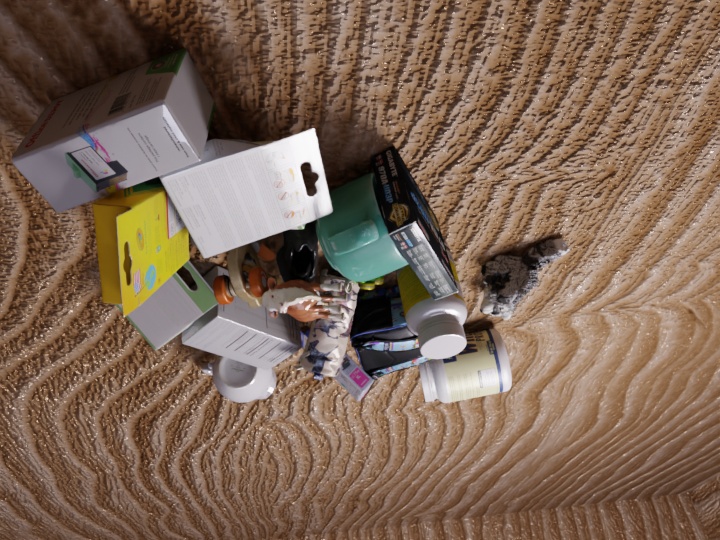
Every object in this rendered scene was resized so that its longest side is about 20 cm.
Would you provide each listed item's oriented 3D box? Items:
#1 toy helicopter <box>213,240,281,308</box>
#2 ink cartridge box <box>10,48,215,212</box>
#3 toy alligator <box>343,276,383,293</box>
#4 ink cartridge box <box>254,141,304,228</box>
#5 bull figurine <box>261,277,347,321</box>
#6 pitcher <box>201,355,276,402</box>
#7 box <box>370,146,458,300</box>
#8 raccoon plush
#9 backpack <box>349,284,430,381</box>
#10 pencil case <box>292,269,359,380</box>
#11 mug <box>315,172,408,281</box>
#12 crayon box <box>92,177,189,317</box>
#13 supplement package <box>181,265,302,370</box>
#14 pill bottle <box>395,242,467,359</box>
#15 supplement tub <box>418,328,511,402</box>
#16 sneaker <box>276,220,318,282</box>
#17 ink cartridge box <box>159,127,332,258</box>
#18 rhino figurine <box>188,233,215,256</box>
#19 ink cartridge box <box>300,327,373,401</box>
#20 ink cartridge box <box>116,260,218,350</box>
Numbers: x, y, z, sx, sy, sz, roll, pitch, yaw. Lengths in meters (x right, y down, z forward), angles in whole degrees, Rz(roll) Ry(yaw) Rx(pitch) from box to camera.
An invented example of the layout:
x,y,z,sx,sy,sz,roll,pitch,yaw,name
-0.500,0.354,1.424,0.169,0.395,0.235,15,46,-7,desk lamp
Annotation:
x,y,z,sx,sy,sz,roll,pitch,yaw,name
-0.180,0.002,1.000,0.078,0.134,0.200,-12,162,10,toy helicopter
-0.289,-0.170,0.704,0.198,0.146,0.084,-17,131,10,ink cartridge box
0.000,0.000,1.026,0.054,0.200,0.060,14,107,23,toy alligator
-0.192,-0.120,0.873,0.198,0.048,0.146,2,147,22,ink cartridge box
-0.088,0.051,0.964,0.120,0.066,0.200,2,173,4,bull figurine
-0.270,0.217,1.244,0.169,0.123,0.200,10,163,0,pitcher
0.086,-0.070,0.913,0.046,0.160,0.200,-22,141,15,box
0.326,0.030,1.160,0.198,0.098,0.134,-19,150,12,raccoon plush
0.082,0.116,1.176,0.198,0.136,0.183,-13,143,5,backpack
-0.060,0.100,1.094,0.089,0.077,0.202,10,95,-40,pencil case
-0.007,-0.066,0.898,0.113,0.154,0.185,-22,153,16,mug
-0.279,-0.041,0.743,0.050,0.200,0.128,6,111,3,crayon box
-0.221,0.096,1.102,0.109,0.115,0.199,-34,137,29,supplement package
0.128,0.050,1.045,0.110,0.202,0.112,-5,143,-4,pill bottle
0.234,0.222,1.341,0.198,0.146,0.146,-12,143,4,supplement tub
-0.107,-0.013,1.005,0.075,0.092,0.201,-6,144,-8,sneaker
-0.147,-0.112,0.779,0.198,0.050,0.163,-22,144,-8,ink cartridge box
-0.289,-0.058,0.877,0.197,0.060,0.089,4,106,12,rhino figurine
-0.060,0.183,1.217,0.042,0.200,0.120,-46,170,-19,ink cartridge box
-0.330,0.033,0.991,0.199,0.048,0.146,-33,100,28,ink cartridge box
